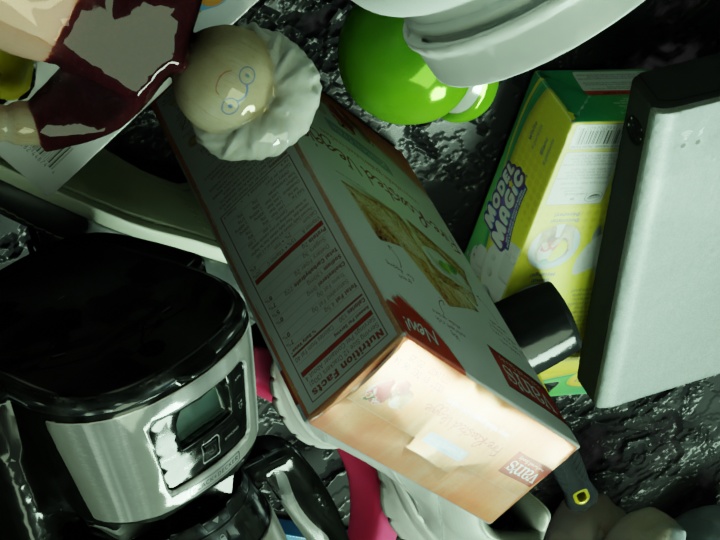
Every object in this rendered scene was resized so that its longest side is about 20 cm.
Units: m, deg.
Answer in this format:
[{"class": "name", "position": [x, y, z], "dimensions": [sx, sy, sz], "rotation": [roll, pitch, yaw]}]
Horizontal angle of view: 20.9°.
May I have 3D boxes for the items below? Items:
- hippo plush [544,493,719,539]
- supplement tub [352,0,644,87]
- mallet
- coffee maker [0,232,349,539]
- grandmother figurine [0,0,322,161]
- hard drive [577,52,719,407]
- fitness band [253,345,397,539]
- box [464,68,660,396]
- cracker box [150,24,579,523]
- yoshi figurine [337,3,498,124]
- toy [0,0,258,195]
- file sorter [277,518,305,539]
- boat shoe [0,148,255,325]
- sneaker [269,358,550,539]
[{"class": "hippo plush", "position": [0.213, 0.217, 1.201], "dimensions": [0.160, 0.201, 0.159], "rotation": [-11, 159, -30]}, {"class": "supplement tub", "position": [0.023, -0.178, 0.658], "dimensions": [0.144, 0.145, 0.201], "rotation": [-33, 111, 6]}, {"class": "mallet", "position": [0.105, 0.071, 1.026], "dimensions": [0.066, 0.041, 0.200], "rotation": [-31, 143, 7]}, {"class": "coffee maker", "position": [-0.110, 0.099, 0.788], "dimensions": [0.190, 0.135, 0.202], "rotation": [-2, 118, 23]}, {"class": "grandmother figurine", "position": [-0.105, -0.095, 0.706], "dimensions": [0.199, 0.061, 0.122], "rotation": [25, 112, -21]}, {"class": "hard drive", "position": [0.185, -0.025, 0.976], "dimensions": [0.138, 0.033, 0.201], "rotation": [-15, 138, -19]}, {"class": "fitness band", "position": [-0.047, 0.118, 0.988], "dimensions": [0.037, 0.145, 0.200], "rotation": [1, 160, 39]}, {"class": "box", "position": [0.115, -0.011, 1.008], "dimensions": [0.116, 0.049, 0.201], "rotation": [-3, 131, -27]}, {"class": "cracker box", "position": [0.000, 0.000, 0.835], "dimensions": [0.058, 0.201, 0.134], "rotation": [-41, 139, 14]}, {"class": "yoshi figurine", "position": [0.044, -0.134, 0.803], "dimensions": [0.111, 0.113, 0.201], "rotation": [1, 134, -15]}, {"class": "toy", "position": [-0.092, -0.137, 0.753], "dimensions": [0.200, 0.047, 0.115], "rotation": [-45, 124, 3]}, {"class": "file sorter", "position": [-0.082, 0.225, 1.080], "dimensions": [0.199, 0.123, 0.139], "rotation": [15, 124, -40]}, {"class": "boat shoe", "position": [-0.110, -0.012, 0.857], "dimensions": [0.199, 0.075, 0.066], "rotation": [17, 116, -47]}, {"class": "sneaker", "position": [0.030, 0.079, 0.991], "dimensions": [0.200, 0.087, 0.075], "rotation": [45, 62, -37]}]
